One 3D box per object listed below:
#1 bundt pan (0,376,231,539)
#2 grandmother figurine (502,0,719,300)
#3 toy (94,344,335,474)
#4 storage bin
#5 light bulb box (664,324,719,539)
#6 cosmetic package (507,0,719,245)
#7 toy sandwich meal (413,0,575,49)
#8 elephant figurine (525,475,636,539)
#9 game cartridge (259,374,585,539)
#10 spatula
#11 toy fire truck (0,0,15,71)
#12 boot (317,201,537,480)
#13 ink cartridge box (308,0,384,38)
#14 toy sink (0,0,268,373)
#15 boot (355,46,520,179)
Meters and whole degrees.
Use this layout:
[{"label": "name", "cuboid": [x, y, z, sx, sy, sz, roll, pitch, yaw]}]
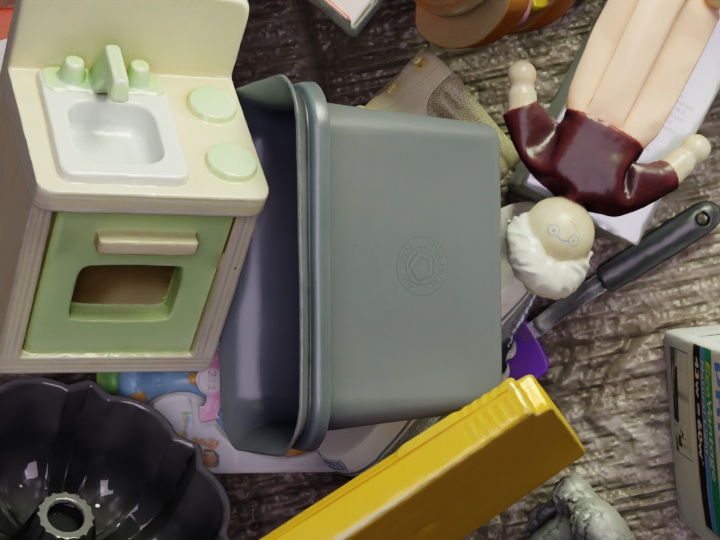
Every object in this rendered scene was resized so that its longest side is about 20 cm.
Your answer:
[{"label": "bundt pan", "cuboid": [-0.177, 0.164, 1.243, 0.200, 0.203, 0.076, 21, 134, -2]}, {"label": "grandmother figurine", "cuboid": [0.134, -0.080, 1.195, 0.121, 0.061, 0.201, 24, 89, 9]}, {"label": "toy", "cuboid": [-0.066, 0.069, 1.311, 0.198, 0.047, 0.116, 0, 94, 0]}, {"label": "storage bin", "cuboid": [0.000, 0.000, 1.195, 0.133, 0.145, 0.202, 1, 88, -23]}, {"label": "light bulb box", "cuboid": [0.289, 0.090, 1.240, 0.196, 0.200, 0.126, -6, 92, 0]}, {"label": "cosmetic package", "cuboid": [0.171, -0.121, 1.276, 0.081, 0.113, 0.201, 26, 90, -2]}, {"label": "toy sandwich meal", "cuboid": [0.071, -0.226, 1.188, 0.070, 0.205, 0.207, 1, 92, -27]}, {"label": "elephant figurine", "cuboid": [0.084, 0.227, 1.280, 0.199, 0.142, 0.156, -36, 78, -6]}, {"label": "game cartridge", "cuboid": [0.029, 0.133, 1.211, 0.199, 0.176, 0.033, -35, 71, 2]}, {"label": "spatula", "cuboid": [0.137, 0.015, 1.324, 0.199, 0.021, 0.057, -34, 93, 0]}, {"label": "toy fire truck", "cuboid": [-0.195, -0.162, 1.270, 0.200, 0.112, 0.168, 43, 73, 8]}, {"label": "boot", "cuboid": [0.064, 0.056, 1.299, 0.200, 0.073, 0.090, -48, 126, 1]}, {"label": "ink cartridge box", "cuboid": [-0.068, -0.217, 1.237, 0.200, 0.174, 0.044, 40, 91, -2]}, {"label": "toy sink", "cuboid": [-0.130, -0.046, 1.172, 0.129, 0.112, 0.201, 1, 134, -23]}, {"label": "boot", "cuboid": [-0.018, -0.082, 1.295, 0.200, 0.073, 0.156, 41, 85, 8]}]
